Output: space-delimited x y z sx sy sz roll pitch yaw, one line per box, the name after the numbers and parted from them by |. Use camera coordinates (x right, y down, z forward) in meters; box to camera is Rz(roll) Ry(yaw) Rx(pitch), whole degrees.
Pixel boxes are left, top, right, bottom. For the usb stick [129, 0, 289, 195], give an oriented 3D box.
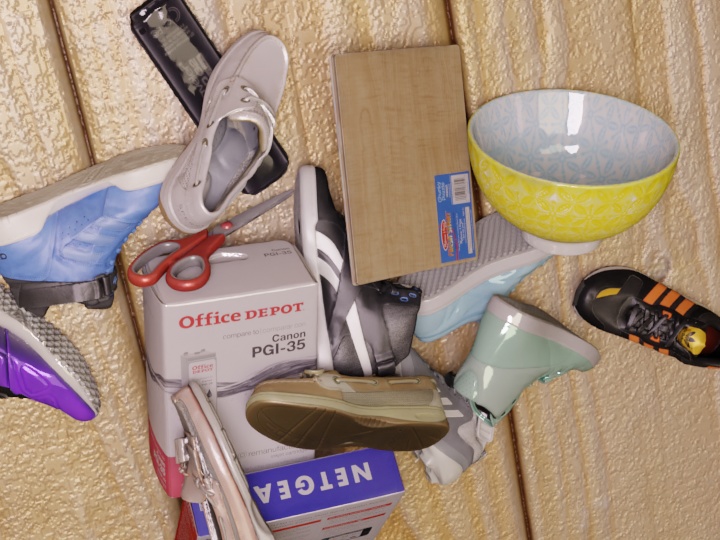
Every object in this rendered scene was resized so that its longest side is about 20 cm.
-0.132 -0.156 1.190 0.055 0.033 0.201 -36 115 -5 | usb stick

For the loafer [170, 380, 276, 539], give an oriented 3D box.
-0.120 0.195 1.125 0.062 0.072 0.202 -26 94 -10 | loafer

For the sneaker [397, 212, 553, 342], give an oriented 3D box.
0.126 0.005 1.323 0.198 0.074 0.083 -25 135 -11 | sneaker

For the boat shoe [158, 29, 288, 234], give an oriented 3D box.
-0.101 -0.122 1.142 0.071 0.069 0.202 35 65 -32 | boat shoe

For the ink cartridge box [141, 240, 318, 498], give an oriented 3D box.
-0.117 0.088 1.201 0.144 0.083 0.203 -8 119 -19 | ink cartridge box

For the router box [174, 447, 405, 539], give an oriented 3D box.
-0.071 0.236 1.263 0.197 0.049 0.180 -9 154 -17 | router box

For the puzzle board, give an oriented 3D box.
0.040 -0.098 1.213 0.149 0.017 0.203 -11 99 -38 | puzzle board

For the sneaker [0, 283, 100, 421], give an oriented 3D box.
-0.322 0.079 1.178 0.099 0.070 0.200 -43 112 5 | sneaker

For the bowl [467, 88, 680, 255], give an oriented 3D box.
0.194 -0.081 1.254 0.197 0.201 0.109 -10 124 -17 | bowl

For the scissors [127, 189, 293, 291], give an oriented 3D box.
-0.132 -0.035 1.190 0.072 0.200 0.014 11 125 22 | scissors

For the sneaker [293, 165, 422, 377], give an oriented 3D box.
0.000 0.000 1.240 0.110 0.073 0.203 -6 88 -9 | sneaker

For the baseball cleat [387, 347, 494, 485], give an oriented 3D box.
0.075 0.119 1.340 0.106 0.070 0.202 -32 124 -16 | baseball cleat

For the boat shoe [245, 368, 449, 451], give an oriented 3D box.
-0.013 0.116 1.185 0.198 0.064 0.073 7 143 -27 | boat shoe

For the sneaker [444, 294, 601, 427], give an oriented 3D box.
0.160 0.099 1.333 0.199 0.073 0.119 20 101 -51 | sneaker

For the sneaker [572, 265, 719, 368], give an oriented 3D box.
0.317 0.053 1.387 0.198 0.090 0.071 19 99 -24 | sneaker

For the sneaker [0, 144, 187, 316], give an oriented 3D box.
-0.221 -0.030 1.171 0.198 0.077 0.113 -23 112 -12 | sneaker
